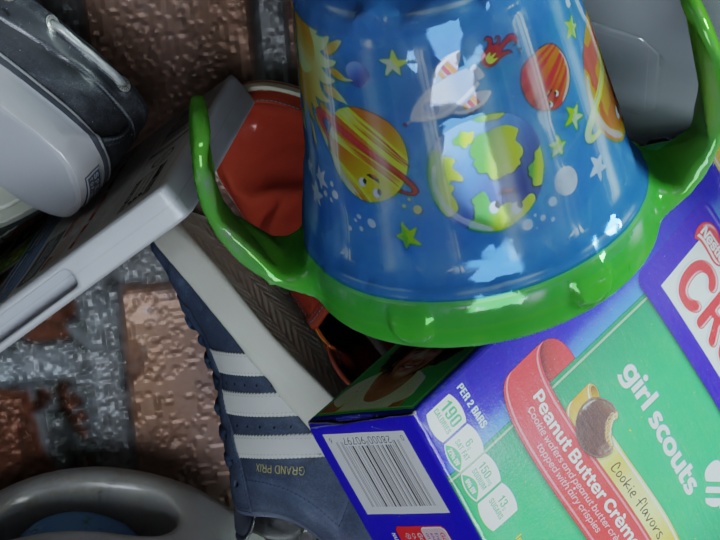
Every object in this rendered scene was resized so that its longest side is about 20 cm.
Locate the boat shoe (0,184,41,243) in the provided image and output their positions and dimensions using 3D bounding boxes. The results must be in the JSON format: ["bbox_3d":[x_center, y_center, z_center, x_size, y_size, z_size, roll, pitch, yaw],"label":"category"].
[{"bbox_3d":[-0.189,-0.028,1.261,0.199,0.073,0.062,-27,163,0],"label":"boat shoe"}]

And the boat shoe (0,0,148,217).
[{"bbox_3d":[-0.172,-0.109,1.201,0.200,0.068,0.072,38,147,-3],"label":"boat shoe"}]

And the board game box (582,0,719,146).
[{"bbox_3d":[0.096,-0.093,1.192,0.200,0.026,0.200,39,153,-29],"label":"board game box"}]

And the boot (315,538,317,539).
[{"bbox_3d":[0.083,0.093,1.321,0.200,0.070,0.131,-46,145,16],"label":"boot"}]

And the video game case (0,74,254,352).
[{"bbox_3d":[-0.135,0.003,1.216,0.200,0.143,0.018,-35,102,19],"label":"video game case"}]

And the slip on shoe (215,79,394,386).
[{"bbox_3d":[0.000,0.000,1.237,0.074,0.061,0.200,-45,72,26],"label":"slip on shoe"}]

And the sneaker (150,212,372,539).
[{"bbox_3d":[-0.038,0.064,1.261,0.085,0.200,0.075,-49,155,21],"label":"sneaker"}]

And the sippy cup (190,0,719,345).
[{"bbox_3d":[0.034,-0.063,1.100,0.178,0.139,0.131,-34,127,-28],"label":"sippy cup"}]

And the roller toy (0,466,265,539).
[{"bbox_3d":[-0.115,0.189,1.338,0.200,0.140,0.182,38,116,-16],"label":"roller toy"}]

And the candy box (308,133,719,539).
[{"bbox_3d":[0.100,0.069,1.182,0.200,0.077,0.169,-42,111,-33],"label":"candy box"}]
